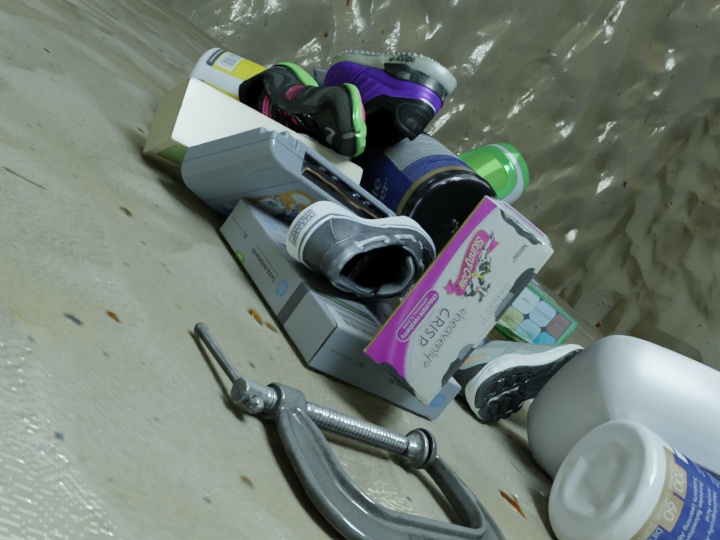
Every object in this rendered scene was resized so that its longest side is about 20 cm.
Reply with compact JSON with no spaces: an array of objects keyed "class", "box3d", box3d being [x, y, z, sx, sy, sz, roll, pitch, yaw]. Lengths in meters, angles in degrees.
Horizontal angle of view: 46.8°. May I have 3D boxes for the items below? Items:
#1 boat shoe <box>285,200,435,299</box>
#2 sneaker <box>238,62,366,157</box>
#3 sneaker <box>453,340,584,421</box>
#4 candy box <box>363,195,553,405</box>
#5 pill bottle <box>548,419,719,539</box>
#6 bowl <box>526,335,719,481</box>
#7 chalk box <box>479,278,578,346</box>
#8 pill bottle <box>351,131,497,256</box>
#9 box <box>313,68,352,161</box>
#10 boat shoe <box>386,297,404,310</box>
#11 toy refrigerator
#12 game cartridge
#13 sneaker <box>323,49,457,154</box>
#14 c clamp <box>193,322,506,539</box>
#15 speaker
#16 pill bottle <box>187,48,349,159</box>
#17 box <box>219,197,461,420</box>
[{"class":"boat shoe","box3d":[0.020,-0.007,0.693,0.068,0.072,0.199,41,12,28]},{"class":"sneaker","box3d":[-0.061,-0.159,0.852,0.083,0.078,0.199,-21,31,-28]},{"class":"sneaker","box3d":[0.167,0.101,0.861,0.199,0.075,0.079,2,22,-41]},{"class":"candy box","box3d":[0.082,0.013,0.639,0.061,0.137,0.200,39,10,6]},{"class":"pill bottle","box3d":[0.256,0.215,0.658,0.199,0.111,0.111,35,10,-15]},{"class":"bowl","box3d":[0.257,0.161,0.747,0.198,0.200,0.075,26,53,1]},{"class":"chalk box","box3d":[0.163,0.058,0.999,0.124,0.124,0.200,36,11,-19]},{"class":"pill bottle","box3d":[0.061,-0.086,0.900,0.111,0.112,0.200,32,12,-32]},{"class":"box","box3d":[-0.008,-0.151,1.064,0.047,0.202,0.121,-17,28,-36]},{"class":"boat shoe","box3d":[0.000,0.000,0.875,0.069,0.071,0.200,-3,38,-32]},{"class":"toy refrigerator","box3d":[-0.102,-0.104,0.813,0.199,0.071,0.076,24,-17,-32]},{"class":"game cartridge","box3d":[-0.060,-0.060,0.763,0.132,0.042,0.199,-11,-30,37]},{"class":"sneaker","box3d":[0.008,-0.175,0.890,0.069,0.100,0.199,32,-10,-34]},{"class":"c clamp","box3d":[0.006,0.108,0.493,0.199,0.027,0.171,30,13,-37]},{"class":"speaker","box3d":[0.117,-0.090,1.050,0.088,0.199,0.089,43,-30,33]},{"class":"pill bottle","box3d":[-0.107,-0.177,0.992,0.198,0.113,0.112,24,10,3]},{"class":"box","box3d":[-0.021,0.030,0.704,0.155,0.041,0.200,30,14,-42]}]
